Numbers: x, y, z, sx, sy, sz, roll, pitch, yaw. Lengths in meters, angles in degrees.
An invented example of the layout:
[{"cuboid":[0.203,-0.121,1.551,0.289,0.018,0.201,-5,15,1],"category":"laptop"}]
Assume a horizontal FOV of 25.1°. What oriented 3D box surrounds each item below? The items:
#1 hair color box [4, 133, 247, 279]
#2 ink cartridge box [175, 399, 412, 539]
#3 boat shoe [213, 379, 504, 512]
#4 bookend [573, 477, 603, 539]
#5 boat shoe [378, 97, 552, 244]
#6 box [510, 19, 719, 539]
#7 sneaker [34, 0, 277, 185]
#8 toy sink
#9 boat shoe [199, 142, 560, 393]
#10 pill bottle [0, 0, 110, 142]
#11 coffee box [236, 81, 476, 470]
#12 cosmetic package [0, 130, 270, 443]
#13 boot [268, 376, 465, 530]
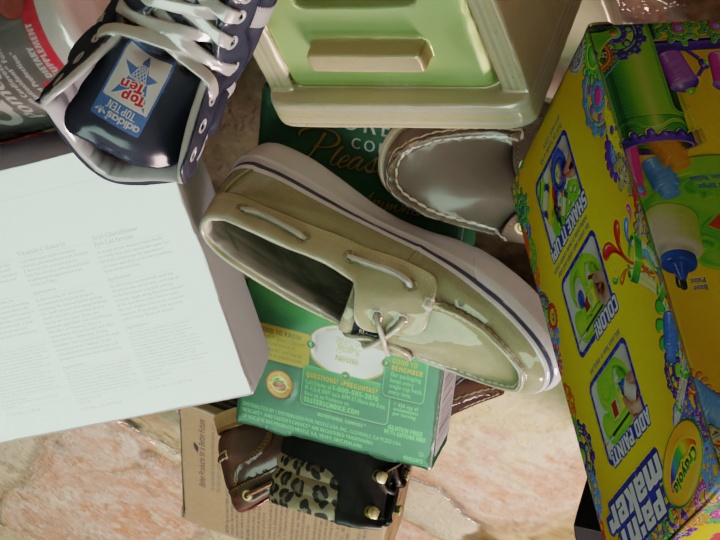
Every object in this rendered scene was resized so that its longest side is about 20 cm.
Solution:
[{"cuboid":[-0.165,-0.013,1.044,0.199,0.062,0.102,26,148,-4],"category":"hair color box"},{"cuboid":[-0.046,0.141,1.185,0.164,0.075,0.201,20,149,7],"category":"ink cartridge box"},{"cuboid":[0.003,0.104,1.042,0.199,0.071,0.070,-18,162,16],"category":"boat shoe"},{"cuboid":[0.211,0.195,0.984,0.197,0.201,0.092,9,146,19],"category":"bookend"},{"cuboid":[0.106,-0.040,0.787,0.198,0.060,0.072,8,112,3],"category":"boat shoe"},{"cuboid":[0.189,0.009,0.657,0.198,0.194,0.122,-4,152,-14],"category":"box"},{"cuboid":[-0.060,-0.108,0.591,0.070,0.109,0.200,28,145,-4],"category":"sneaker"},{"cuboid":[0.020,-0.133,0.698,0.129,0.113,0.201,5,144,28],"category":"toy sink"},{"cuboid":[0.010,0.011,0.810,0.199,0.062,0.072,30,144,10],"category":"boat shoe"},{"cuboid":[-0.179,-0.126,0.836,0.199,0.111,0.111,-9,137,40],"category":"pill bottle"},{"cuboid":[0.000,0.000,0.880,0.122,0.044,0.202,12,112,17],"category":"coffee box"},{"cuboid":[-0.165,0.008,0.856,0.198,0.052,0.152,-11,115,14],"category":"cosmetic package"},{"cuboid":[0.039,0.080,0.957,0.202,0.155,0.073,8,175,29],"category":"boot"}]
